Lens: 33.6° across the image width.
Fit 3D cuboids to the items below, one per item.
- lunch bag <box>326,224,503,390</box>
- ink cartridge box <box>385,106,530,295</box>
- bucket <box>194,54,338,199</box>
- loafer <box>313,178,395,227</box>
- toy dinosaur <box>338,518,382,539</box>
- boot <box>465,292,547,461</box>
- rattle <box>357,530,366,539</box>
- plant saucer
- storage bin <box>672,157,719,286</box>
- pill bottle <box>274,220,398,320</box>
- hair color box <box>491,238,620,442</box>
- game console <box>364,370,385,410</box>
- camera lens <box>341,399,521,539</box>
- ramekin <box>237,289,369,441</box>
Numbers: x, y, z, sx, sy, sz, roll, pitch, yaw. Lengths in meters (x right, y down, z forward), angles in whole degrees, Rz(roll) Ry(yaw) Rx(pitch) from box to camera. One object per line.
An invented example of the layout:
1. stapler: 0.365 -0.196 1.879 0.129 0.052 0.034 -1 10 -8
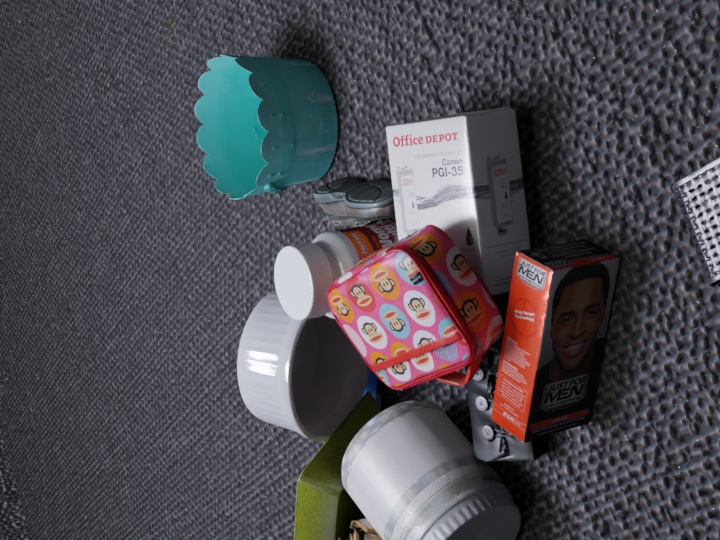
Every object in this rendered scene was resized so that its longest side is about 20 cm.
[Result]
1. lunch bag: 0.065 0.054 1.332 0.177 0.082 0.200 55 146 -4
2. ink cartridge box: 0.110 -0.076 1.356 0.146 0.082 0.202 1 100 52
3. bucket: -0.133 -0.206 1.691 0.207 0.134 0.209 19 113 53
4. loafer: 0.006 -0.084 1.590 0.200 0.072 0.063 16 132 61
5. toy dinosaur: 0.026 0.359 1.462 0.061 0.106 0.201 -58 29 23
6. boot: 0.134 0.123 1.410 0.164 0.065 0.202 2 112 51
7. rattle: 0.072 0.351 1.558 0.143 0.130 0.200 -57 14 -5
8. plant saucer: -0.021 0.298 1.605 0.048 0.200 0.201 20 128 20
9. storage bin: 0.370 -0.068 0.960 0.200 0.134 0.095 -34 70 55
10. pill bottle: 0.000 0.000 1.484 0.109 0.199 0.111 20 115 52
11. hair color box: 0.208 0.075 1.280 0.061 0.101 0.202 33 125 49
12. game console: -0.057 0.151 1.697 0.117 0.174 0.202 -106 19 -67
13. camera lens: 0.082 0.273 1.469 0.200 0.159 0.161 48 135 39
14. ramekin: -0.076 0.117 1.574 0.097 0.200 0.202 7 106 31
